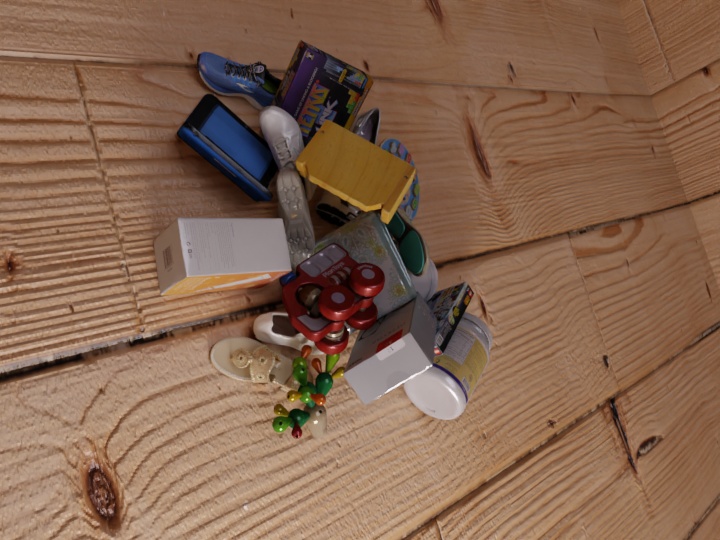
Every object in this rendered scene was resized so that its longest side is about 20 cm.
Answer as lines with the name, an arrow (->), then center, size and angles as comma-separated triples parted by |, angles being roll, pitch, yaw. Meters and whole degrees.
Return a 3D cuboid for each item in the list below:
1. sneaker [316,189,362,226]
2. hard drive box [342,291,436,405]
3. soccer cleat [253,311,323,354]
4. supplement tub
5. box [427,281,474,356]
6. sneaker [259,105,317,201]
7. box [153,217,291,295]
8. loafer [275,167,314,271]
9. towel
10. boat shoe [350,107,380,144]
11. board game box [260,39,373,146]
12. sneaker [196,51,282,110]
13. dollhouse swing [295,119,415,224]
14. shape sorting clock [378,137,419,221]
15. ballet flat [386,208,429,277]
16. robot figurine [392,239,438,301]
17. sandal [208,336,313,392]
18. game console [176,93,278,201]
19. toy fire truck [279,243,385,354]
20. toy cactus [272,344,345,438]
sneaker -> -0.002, -0.119, 1.291 | 0.198, 0.073, 0.082 | 34, 53, -27
hard drive box -> 0.063, 0.144, 1.146 | 0.078, 0.154, 0.201 | 53, 18, -11
soccer cleat -> -0.106, 0.116, 1.120 | 0.196, 0.077, 0.071 | 12, 67, -36
supplement tub -> 0.194, 0.201, 1.292 | 0.146, 0.144, 0.201 | 50, 50, -13
box -> 0.152, 0.114, 1.282 | 0.040, 0.135, 0.201 | 52, 45, -15
sneaker -> -0.137, -0.226, 1.172 | 0.081, 0.069, 0.203 | -90, 156, -57
box -> -0.237, -0.025, 1.032 | 0.196, 0.123, 0.100 | -4, 77, -39
loafer -> -0.125, -0.099, 1.156 | 0.068, 0.070, 0.205 | -4, 114, -1
towel -> 0.000, 0.000, 1.192 | 0.204, 0.168, 0.048 | 63, 10, 8
boat shoe -> 0.003, -0.280, 1.356 | 0.074, 0.064, 0.206 | 31, 58, -26
board game box -> -0.090, -0.334, 1.216 | 0.162, 0.203, 0.057 | 12, 30, -35
sneaker -> -0.229, -0.389, 1.188 | 0.196, 0.088, 0.081 | 13, 65, -36
dollhouse swing -> -0.016, -0.160, 1.174 | 0.197, 0.177, 0.184 | 28, 57, 5
shape sorting clock -> 0.091, -0.208, 1.393 | 0.198, 0.038, 0.206 | 7, 81, -53
ballet flat -> 0.107, -0.067, 1.250 | 0.061, 0.068, 0.203 | 12, 40, -40
robot figurine -> 0.089, 0.019, 1.290 | 0.196, 0.112, 0.175 | -1, 88, -39
sandal -> -0.160, 0.166, 1.063 | 0.209, 0.069, 0.079 | 28, 59, -29
game console -> -0.231, -0.237, 1.122 | 0.199, 0.170, 0.120 | 39, 81, -22
toy fire truck -> -0.059, 0.041, 1.086 | 0.167, 0.114, 0.199 | 35, 48, 25
toy cactus -> -0.081, 0.231, 1.067 | 0.202, 0.099, 0.168 | -62, 148, -48
